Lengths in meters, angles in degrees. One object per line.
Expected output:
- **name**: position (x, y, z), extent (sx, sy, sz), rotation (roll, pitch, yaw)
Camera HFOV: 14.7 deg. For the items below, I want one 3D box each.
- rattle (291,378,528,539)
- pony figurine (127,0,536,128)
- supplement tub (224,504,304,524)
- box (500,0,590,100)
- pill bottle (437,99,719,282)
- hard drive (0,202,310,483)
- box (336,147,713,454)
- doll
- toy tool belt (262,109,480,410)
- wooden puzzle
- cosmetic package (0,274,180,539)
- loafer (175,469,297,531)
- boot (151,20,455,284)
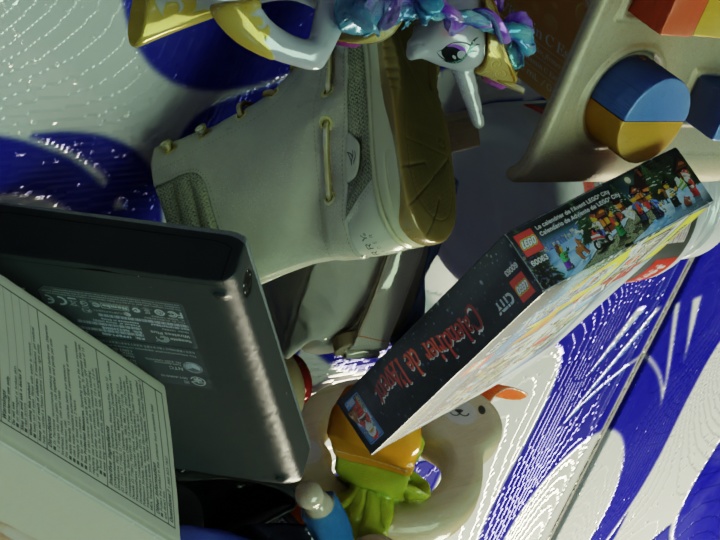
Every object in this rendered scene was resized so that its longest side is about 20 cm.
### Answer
- **rattle**: position (0.041, 0.070, 1.692), extent (0.200, 0.130, 0.143), rotation (-30, 132, -36)
- **pony figurine**: position (0.002, -0.175, 1.324), extent (0.199, 0.166, 0.194), rotation (8, 92, -25)
- **supplement tub**: position (-0.075, 0.197, 1.685), extent (0.200, 0.107, 0.107), rotation (-22, 140, -38)
- **box**: position (0.156, -0.183, 1.552), extent (0.097, 0.124, 0.200), rotation (-26, 142, -32)
- **pill bottle**: position (0.139, -0.047, 1.690), extent (0.200, 0.116, 0.116), rotation (-6, 129, -50)
- **hard drive**: position (-0.110, 0.042, 1.444), extent (0.200, 0.139, 0.033), rotation (76, 25, -54)
- **box**: position (0.086, 0.018, 1.508), extent (0.136, 0.038, 0.200), rotation (-26, 167, -38)
- **doll**: position (-0.056, 0.170, 1.578), extent (0.199, 0.048, 0.137), rotation (4, 124, -35)
- **toy tool belt**: position (0.000, 0.000, 1.554), extent (0.123, 0.125, 0.200), rotation (-13, 135, -34)
- **wooden puzzle**: position (0.187, -0.121, 1.492), extent (0.185, 0.046, 0.200), rotation (-3, 128, -46)
- **cosmetic package**: position (-0.181, 0.072, 1.351), extent (0.087, 0.104, 0.200), rotation (-23, 142, 22)
- **loafer**: position (-0.118, 0.137, 1.592), extent (0.200, 0.070, 0.068), rotation (-14, 126, -46)
- **boot**: position (-0.035, -0.088, 1.436), extent (0.154, 0.201, 0.072), rotation (-18, 155, 28)
